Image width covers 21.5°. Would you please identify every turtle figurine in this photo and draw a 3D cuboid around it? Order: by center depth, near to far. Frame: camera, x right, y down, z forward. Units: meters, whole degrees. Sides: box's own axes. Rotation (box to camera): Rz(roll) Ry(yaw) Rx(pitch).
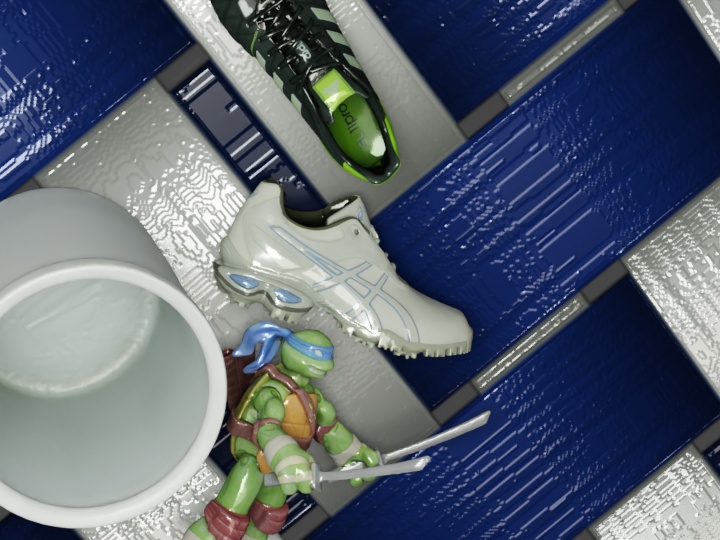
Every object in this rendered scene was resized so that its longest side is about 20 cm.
[{"bbox_3d":[-0.035,0.154,1.330,0.200,0.144,0.194,28,107,-10],"label":"turtle figurine"}]

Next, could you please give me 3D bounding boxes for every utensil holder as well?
[{"bbox_3d":[-0.187,0.046,1.224,0.169,0.200,0.170,-5,110,-14],"label":"utensil holder"}]

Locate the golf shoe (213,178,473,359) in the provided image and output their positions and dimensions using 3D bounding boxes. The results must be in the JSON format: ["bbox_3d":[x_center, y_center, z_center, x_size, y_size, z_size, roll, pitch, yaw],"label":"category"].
[{"bbox_3d":[0.000,0.000,1.332,0.200,0.078,0.097,18,96,-22],"label":"golf shoe"}]

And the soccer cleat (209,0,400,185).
[{"bbox_3d":[-0.033,-0.142,1.268,0.067,0.081,0.200,-37,114,-1],"label":"soccer cleat"}]
